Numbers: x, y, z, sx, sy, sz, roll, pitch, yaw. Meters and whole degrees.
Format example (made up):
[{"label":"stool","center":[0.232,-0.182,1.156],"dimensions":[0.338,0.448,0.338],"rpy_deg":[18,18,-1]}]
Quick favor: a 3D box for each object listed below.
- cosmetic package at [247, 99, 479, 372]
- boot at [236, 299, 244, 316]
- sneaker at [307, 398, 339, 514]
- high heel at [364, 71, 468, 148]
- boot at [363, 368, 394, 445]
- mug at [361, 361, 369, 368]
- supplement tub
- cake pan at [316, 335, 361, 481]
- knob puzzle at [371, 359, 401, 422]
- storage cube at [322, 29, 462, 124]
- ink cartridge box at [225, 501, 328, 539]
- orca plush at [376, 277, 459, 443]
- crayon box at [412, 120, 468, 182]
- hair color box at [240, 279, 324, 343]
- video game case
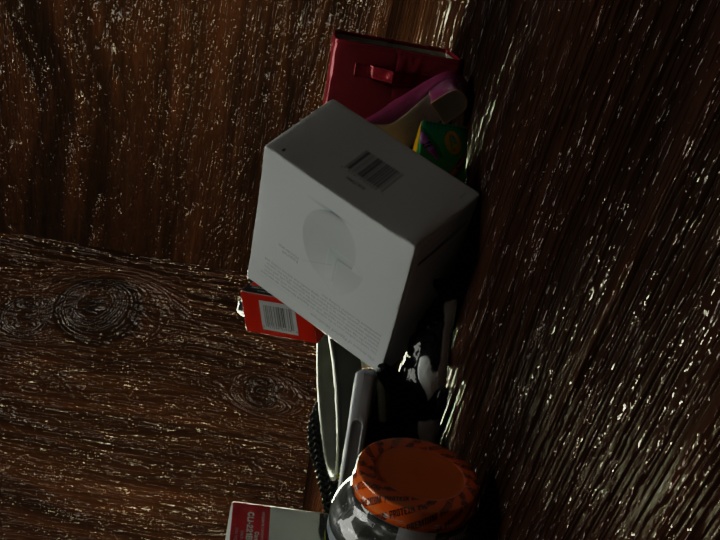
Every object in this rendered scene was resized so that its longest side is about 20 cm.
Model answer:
[{"label":"cosmetic package","center":[-0.003,-0.036,1.308],"dimensions":[0.123,0.199,0.201],"rpy_deg":[-39,-24,-39]},{"label":"boot","center":[-0.054,0.005,1.646],"dimensions":[0.073,0.196,0.164],"rpy_deg":[60,-137,-70]},{"label":"sneaker","center":[-0.019,0.259,1.659],"dimensions":[0.090,0.069,0.202],"rpy_deg":[10,-110,-69]},{"label":"high heel","center":[0.039,-0.176,1.467],"dimensions":[0.199,0.068,0.096],"rpy_deg":[-33,19,13]},{"label":"boot","center":[0.011,0.215,1.600],"dimensions":[0.201,0.074,0.098],"rpy_deg":[-91,14,-61]},{"label":"mug","center":[0.003,0.057,1.759],"dimensions":[0.200,0.146,0.177],"rpy_deg":[61,-161,-50]},{"label":"supplement tub","center":[0.026,0.241,0.960],"dimensions":[0.123,0.121,0.202],"rpy_deg":[-88,9,-64]},{"label":"cake pan","center":[-0.025,0.157,1.507],"dimensions":[0.200,0.036,0.202],"rpy_deg":[177,90,-82]},{"label":"knob puzzle","center":[0.027,0.063,1.569],"dimensions":[0.220,0.030,0.222],"rpy_deg":[2,-90,-81]},{"label":"storage cube","center":[0.031,-0.219,1.659],"dimensions":[0.200,0.169,0.181],"rpy_deg":[-95,15,-74]},{"label":"ink cartridge box","center":[-0.063,0.360,1.421],"dimensions":[0.084,0.198,0.145],"rpy_deg":[-95,15,-61]},{"label":"orca plush","center":[0.053,0.104,1.265],"dimensions":[0.105,0.070,0.202],"rpy_deg":[-95,15,-75]},{"label":"crayon box","center":[0.077,-0.066,1.434],"dimensions":[0.201,0.058,0.120],"rpy_deg":[105,173,-58]},{"label":"hair color box","center":[-0.055,0.006,1.507],"dimensions":[0.200,0.101,0.062],"rpy_deg":[-50,-39,-51]},{"label":"video game case","center":[-0.006,0.196,1.277],"dimensions":[0.200,0.022,0.184],"rpy_deg":[71,-152,-86]}]
